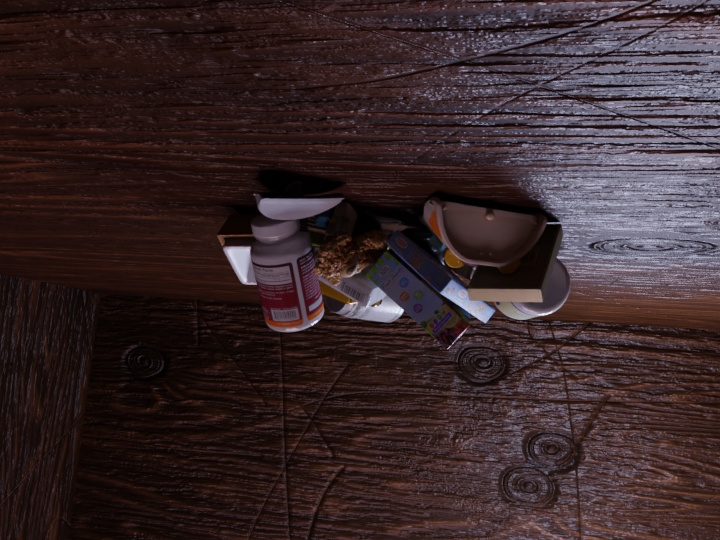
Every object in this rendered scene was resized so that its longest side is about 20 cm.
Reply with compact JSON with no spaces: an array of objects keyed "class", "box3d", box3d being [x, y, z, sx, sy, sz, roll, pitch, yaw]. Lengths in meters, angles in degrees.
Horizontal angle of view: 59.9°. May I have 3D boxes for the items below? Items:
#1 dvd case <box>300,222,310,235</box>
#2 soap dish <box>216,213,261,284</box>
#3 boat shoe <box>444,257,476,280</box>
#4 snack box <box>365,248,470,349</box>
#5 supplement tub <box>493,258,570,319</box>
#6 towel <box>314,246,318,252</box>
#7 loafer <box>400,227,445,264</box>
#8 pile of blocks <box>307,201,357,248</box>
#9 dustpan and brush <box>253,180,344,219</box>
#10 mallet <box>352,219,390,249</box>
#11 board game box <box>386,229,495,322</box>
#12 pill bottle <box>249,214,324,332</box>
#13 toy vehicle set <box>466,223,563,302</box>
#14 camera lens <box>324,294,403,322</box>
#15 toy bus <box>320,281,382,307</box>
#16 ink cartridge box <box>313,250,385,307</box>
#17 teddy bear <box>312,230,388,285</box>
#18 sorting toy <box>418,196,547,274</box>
[{"class":"dvd case","box3d":[-0.146,-0.082,1.348,0.199,0.022,0.146,7,171,-12]},{"class":"soap dish","box3d":[-0.188,-0.042,1.266,0.156,0.082,0.200,-1,155,3]},{"class":"boat shoe","box3d":[0.209,-0.039,1.206,0.069,0.074,0.200,22,-161,14]},{"class":"snack box","box3d":[0.114,0.045,1.177,0.200,0.068,0.169,43,-170,6]},{"class":"supplement tub","box3d":[0.390,0.040,1.465,0.144,0.146,0.200,5,171,-1]},{"class":"towel","box3d":[-0.036,-0.039,1.489,0.145,0.030,0.200,7,179,-2]},{"class":"loafer","box3d":[0.151,-0.057,1.256,0.200,0.073,0.071,14,-160,-48]},{"class":"pile of blocks","box3d":[-0.064,-0.070,1.166,0.082,0.062,0.200,20,161,-8]},{"class":"dustpan and brush","box3d":[-0.124,-0.115,1.041,0.139,0.058,0.200,-3,169,-23]},{"class":"mallet","box3d":[0.057,-0.050,1.271,0.066,0.041,0.200,-8,154,41]},{"class":"board game box","box3d":[0.148,0.014,1.131,0.151,0.037,0.200,45,-170,37]},{"class":"pill bottle","box3d":[-0.135,-0.001,1.124,0.112,0.201,0.113,-7,-157,3]},{"class":"toy vehicle set","box3d":[0.273,-0.017,1.091,0.124,0.027,0.200,0,-144,29]},{"class":"camera lens","box3d":[0.022,0.055,1.706,0.199,0.161,0.160,10,170,-32]},{"class":"toy bus","box3d":[-0.045,0.024,1.380,0.199,0.065,0.078,20,-162,34]},{"class":"ink cartridge box","box3d":[0.000,0.000,1.321,0.160,0.047,0.200,28,-157,21]},{"class":"teddy bear","box3d":[-0.010,-0.020,1.142,0.144,0.067,0.200,-24,172,3]},{"class":"sorting toy","box3d":[0.186,-0.069,1.094,0.199,0.107,0.180,7,-169,-16]}]
